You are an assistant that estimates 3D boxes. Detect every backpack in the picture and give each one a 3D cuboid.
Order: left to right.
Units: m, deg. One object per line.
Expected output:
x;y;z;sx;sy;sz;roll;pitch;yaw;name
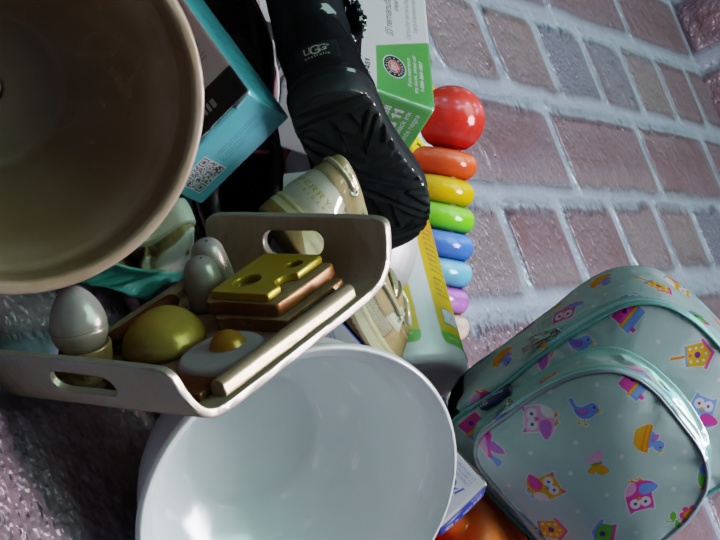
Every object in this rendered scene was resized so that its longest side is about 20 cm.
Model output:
0.175;0.104;1.248;0.176;0.200;0.153;49;8;-8;backpack

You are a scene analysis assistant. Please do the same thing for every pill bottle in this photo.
0.004;-0.001;1.344;0.111;0.111;0.201;27;43;-56;pill bottle

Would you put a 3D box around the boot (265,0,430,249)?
-0.012;-0.127;1.190;0.200;0.076;0.169;65;13;-56;boot

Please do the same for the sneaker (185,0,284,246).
-0.078;-0.093;1.172;0.086;0.080;0.201;171;-89;-72;sneaker

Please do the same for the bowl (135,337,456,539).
-0.051;0.116;1.061;0.201;0.201;0.090;48;-4;-36;bowl

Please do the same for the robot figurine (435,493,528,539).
0.075;0.234;1.266;0.200;0.116;0.144;49;12;-33;robot figurine

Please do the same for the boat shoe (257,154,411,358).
-0.002;-0.002;1.173;0.073;0.063;0.201;43;-7;37;boat shoe

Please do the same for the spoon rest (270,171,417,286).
-0.051;-0.041;1.254;0.199;0.061;0.100;26;80;-15;spoon rest

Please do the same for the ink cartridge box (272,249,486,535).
-0.001;0.081;1.167;0.200;0.044;0.094;47;-5;10;ink cartridge box

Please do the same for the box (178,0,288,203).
-0.132;-0.143;1.144;0.200;0.082;0.049;55;15;30;box

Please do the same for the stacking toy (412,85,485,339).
0.059;-0.048;1.438;0.085;0.085;0.201;7;93;-64;stacking toy

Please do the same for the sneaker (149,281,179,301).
-0.076;0.088;1.160;0.200;0.079;0.096;56;1;-18;sneaker

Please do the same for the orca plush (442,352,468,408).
0.041;0.126;1.397;0.105;0.071;0.201;110;-16;-52;orca plush

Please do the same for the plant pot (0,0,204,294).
-0.191;-0.093;0.971;0.201;0.201;0.093;56;-13;-21;plant pot

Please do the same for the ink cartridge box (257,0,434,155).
-0.055;-0.167;1.305;0.199;0.083;0.147;17;44;-20;ink cartridge box

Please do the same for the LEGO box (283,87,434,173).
-0.003;-0.135;1.506;0.200;0.077;0.150;21;49;-60;LEGO box

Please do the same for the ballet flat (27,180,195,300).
-0.140;-0.021;1.100;0.200;0.070;0.068;4;62;-65;ballet flat

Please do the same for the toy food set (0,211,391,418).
-0.092;0.015;1.001;0.200;0.143;0.061;-37;120;-45;toy food set
